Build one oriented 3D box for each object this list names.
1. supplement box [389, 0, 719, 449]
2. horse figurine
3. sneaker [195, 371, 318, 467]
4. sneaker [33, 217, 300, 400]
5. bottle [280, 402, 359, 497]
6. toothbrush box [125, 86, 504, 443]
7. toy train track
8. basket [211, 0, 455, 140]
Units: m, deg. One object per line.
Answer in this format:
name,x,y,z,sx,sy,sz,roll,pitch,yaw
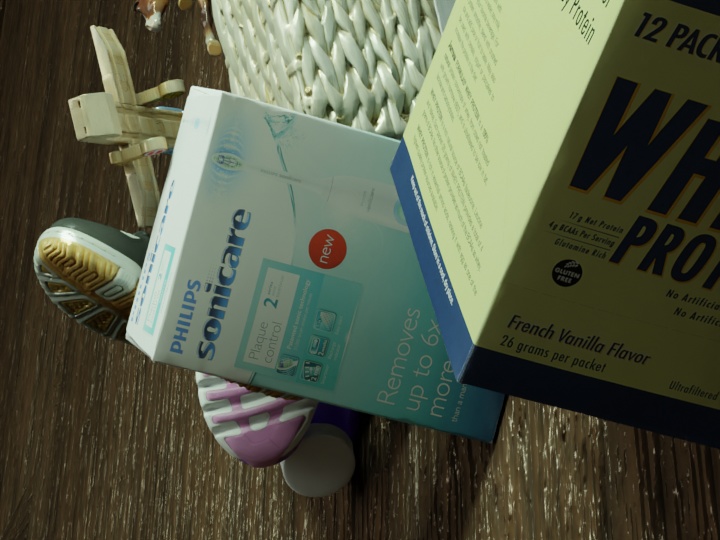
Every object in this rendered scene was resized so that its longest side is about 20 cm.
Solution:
supplement box,0.120,-0.069,0.961,0.200,0.133,0.201,-106,34,-60
horse figurine,-0.120,-0.236,1.486,0.133,0.050,0.201,-116,22,-56
sneaker,-0.065,0.033,1.425,0.089,0.080,0.202,84,178,-65
sneaker,-0.097,0.003,1.302,0.075,0.199,0.088,-17,54,51
bottle,-0.039,0.074,1.486,0.200,0.065,0.084,-107,30,-60
toothbrush box,-0.011,-0.004,1.224,0.085,0.199,0.148,-158,84,-73
toy train track,-0.102,-0.084,1.286,0.200,0.032,0.116,0,-105,-69
basket,-0.013,-0.154,1.371,0.135,0.123,0.202,148,108,-67
